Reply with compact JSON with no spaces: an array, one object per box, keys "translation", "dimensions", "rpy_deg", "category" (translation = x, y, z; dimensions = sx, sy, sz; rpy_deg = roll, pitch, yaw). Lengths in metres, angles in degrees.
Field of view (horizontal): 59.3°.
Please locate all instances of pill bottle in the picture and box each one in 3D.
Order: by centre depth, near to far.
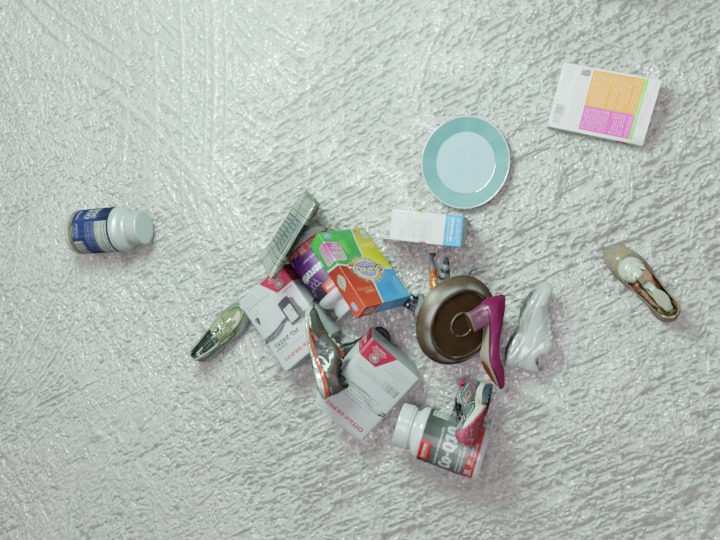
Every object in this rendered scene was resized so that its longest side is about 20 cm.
[{"translation":[0.176,0.372,1.391],"dimensions":[0.196,0.114,0.116],"rpy_deg":[17,96,13],"category":"pill bottle"},{"translation":[-0.077,0.007,1.447],"dimensions":[0.112,0.112,0.201],"rpy_deg":[-39,82,12],"category":"pill bottle"},{"translation":[-0.628,-0.102,1.588],"dimensions":[0.195,0.111,0.114],"rpy_deg":[-3,91,14],"category":"pill bottle"}]

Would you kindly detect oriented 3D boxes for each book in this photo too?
[{"translation":[0.504,-0.345,1.320],"dimensions":[0.196,0.048,0.137],"rpy_deg":[17,98,15],"category":"book"}]

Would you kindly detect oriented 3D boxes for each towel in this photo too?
[{"translation":[-0.164,-0.089,1.427],"dimensions":[0.034,0.200,0.195],"rpy_deg":[30,96,-17],"category":"towel"}]

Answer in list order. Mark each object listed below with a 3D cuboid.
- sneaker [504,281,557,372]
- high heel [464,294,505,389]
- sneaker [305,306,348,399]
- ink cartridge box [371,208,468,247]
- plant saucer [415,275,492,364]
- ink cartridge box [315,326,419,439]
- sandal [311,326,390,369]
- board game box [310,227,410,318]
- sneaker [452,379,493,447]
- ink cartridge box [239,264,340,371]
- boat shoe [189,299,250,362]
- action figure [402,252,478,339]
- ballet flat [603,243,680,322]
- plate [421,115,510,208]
[{"translation":[0.383,0.125,1.358],"dimensions":[0.097,0.078,0.204],"rpy_deg":[19,105,7],"category":"sneaker"},{"translation":[0.297,0.154,1.349],"dimensions":[0.095,0.067,0.203],"rpy_deg":[-26,113,-8],"category":"high heel"},{"translation":[-0.072,0.172,1.375],"dimensions":[0.080,0.077,0.204],"rpy_deg":[-13,77,-6],"category":"sneaker"},{"translation":[0.131,-0.094,1.388],"dimensions":[0.195,0.115,0.070],"rpy_deg":[7,93,14],"category":"ink cartridge box"},{"translation":[0.212,0.112,1.358],"dimensions":[0.196,0.032,0.205],"rpy_deg":[-7,108,-20],"category":"plant saucer"},{"translation":[0.013,0.255,1.426],"dimensions":[0.145,0.084,0.201],"rpy_deg":[40,101,-11],"category":"ink cartridge box"},{"translation":[-0.019,0.196,1.478],"dimensions":[0.197,0.043,0.077],"rpy_deg":[-24,98,5],"category":"sandal"},{"translation":[0.000,0.000,1.383],"dimensions":[0.202,0.151,0.040],"rpy_deg":[56,130,21],"category":"board game box"},{"translation":[0.227,0.300,1.338],"dimensions":[0.073,0.200,0.082],"rpy_deg":[12,112,16],"category":"sneaker"},{"translation":[-0.164,0.109,1.480],"dimensions":[0.144,0.083,0.201],"rpy_deg":[-38,82,12],"category":"ink cartridge box"},{"translation":[-0.339,0.153,1.545],"dimensions":[0.072,0.062,0.201],"rpy_deg":[43,100,9],"category":"boat shoe"},{"translation":[0.148,0.060,1.397],"dimensions":[0.196,0.104,0.197],"rpy_deg":[19,91,14],"category":"action figure"},{"translation":[0.582,0.022,1.299],"dimensions":[0.068,0.067,0.200],"rpy_deg":[-46,81,11],"category":"ballet flat"},{"translation":[0.232,-0.239,1.404],"dimensions":[0.195,0.026,0.205],"rpy_deg":[0,91,14],"category":"plate"}]
